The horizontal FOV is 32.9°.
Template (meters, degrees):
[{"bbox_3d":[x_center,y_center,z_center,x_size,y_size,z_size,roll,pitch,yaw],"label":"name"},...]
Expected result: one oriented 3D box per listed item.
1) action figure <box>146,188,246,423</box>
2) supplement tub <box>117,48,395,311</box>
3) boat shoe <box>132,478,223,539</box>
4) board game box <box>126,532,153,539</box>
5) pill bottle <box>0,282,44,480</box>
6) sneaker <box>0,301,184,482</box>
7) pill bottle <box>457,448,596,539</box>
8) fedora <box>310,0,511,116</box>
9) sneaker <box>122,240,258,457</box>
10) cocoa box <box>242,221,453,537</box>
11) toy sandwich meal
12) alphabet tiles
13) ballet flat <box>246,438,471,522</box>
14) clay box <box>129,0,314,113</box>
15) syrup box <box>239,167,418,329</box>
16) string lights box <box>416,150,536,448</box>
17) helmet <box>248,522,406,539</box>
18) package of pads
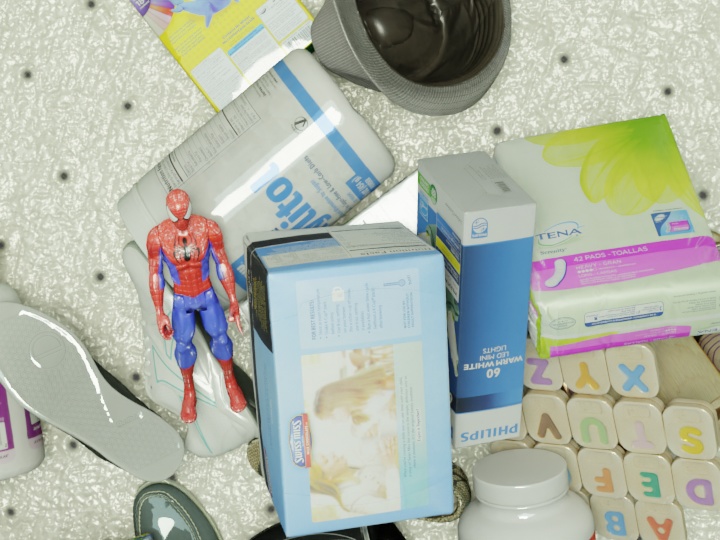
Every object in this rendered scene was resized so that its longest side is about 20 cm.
[{"bbox_3d":[-0.125,0.027,0.933,0.065,0.052,0.201,-9,121,-5],"label":"action figure"},{"bbox_3d":[-0.083,-0.071,0.997,0.200,0.132,0.132,-40,91,4],"label":"supplement tub"},{"bbox_3d":[-0.147,0.277,1.050,0.072,0.062,0.202,-18,92,3],"label":"boat shoe"},{"bbox_3d":[-0.275,0.301,0.964,0.200,0.200,0.062,-39,75,19],"label":"board game box"},{"bbox_3d":[-0.335,0.074,1.025,0.111,0.112,0.202,-8,92,3],"label":"pill bottle"},{"bbox_3d":[-0.239,0.104,1.019,0.200,0.099,0.071,41,72,-12],"label":"sneaker"},{"bbox_3d":[0.140,0.254,0.997,0.111,0.113,0.202,-6,103,3],"label":"pill bottle"},{"bbox_3d":[0.028,-0.202,0.977,0.199,0.090,0.178,-31,99,-39],"label":"fedora"},{"bbox_3d":[-0.158,0.070,1.038,0.080,0.070,0.201,-29,90,10],"label":"sneaker"},{"bbox_3d":[-0.011,0.076,0.915,0.132,0.131,0.202,-6,104,-12],"label":"cocoa box"},{"bbox_3d":[0.258,0.058,1.017,0.203,0.070,0.207,0,93,3],"label":"toy sandwich meal"},{"bbox_3d":[0.193,0.142,0.989,0.199,0.015,0.197,2,120,32],"label":"alphabet tiles"},{"bbox_3d":[-0.002,0.172,1.032,0.198,0.075,0.068,13,94,2],"label":"ballet flat"},{"bbox_3d":[-0.133,-0.241,1.032,0.115,0.048,0.200,-38,89,4],"label":"clay box"},{"bbox_3d":[0.000,0.000,1.022,0.200,0.079,0.082,-38,91,4],"label":"syrup box"},{"bbox_3d":[0.085,0.022,0.937,0.058,0.103,0.202,-8,118,-15],"label":"string lights box"},{"bbox_3d":[-0.038,0.302,0.982,0.190,0.200,0.201,-30,91,10],"label":"helmet"},{"bbox_3d":[0.190,-0.029,0.965,0.153,0.201,0.069,-9,136,2],"label":"package of pads"}]
